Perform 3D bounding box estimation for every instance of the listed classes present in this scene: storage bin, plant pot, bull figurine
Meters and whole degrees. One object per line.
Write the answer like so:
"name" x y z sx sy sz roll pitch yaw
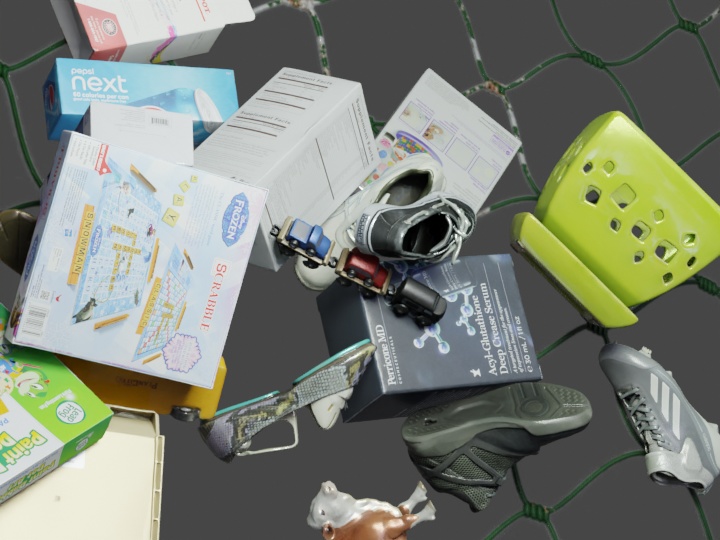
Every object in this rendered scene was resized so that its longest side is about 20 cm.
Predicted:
"storage bin" -0.294 0.223 1.497 0.200 0.094 0.199 11 63 -21
"plant pot" 0.284 -0.047 1.824 0.181 0.199 0.200 -45 91 1
"bull figurine" 0.033 0.289 1.634 0.121 0.065 0.200 -30 90 0

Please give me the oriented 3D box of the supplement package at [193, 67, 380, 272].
"supplement package" -0.085 -0.111 1.715 0.109 0.114 0.200 16 48 34

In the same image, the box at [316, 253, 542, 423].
"box" 0.073 0.072 1.736 0.200 0.107 0.149 -4 70 -27

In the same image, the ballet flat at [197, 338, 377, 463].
"ballet flat" -0.064 0.140 1.628 0.200 0.072 0.072 -26 79 1

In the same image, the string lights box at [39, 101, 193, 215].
"string lights box" -0.246 -0.093 1.597 0.103 0.200 0.059 6 65 -24

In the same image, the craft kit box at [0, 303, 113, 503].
"craft kit box" -0.358 0.117 1.431 0.198 0.049 0.200 44 42 12

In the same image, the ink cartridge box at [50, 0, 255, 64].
"ink cartridge box" -0.230 -0.294 1.776 0.200 0.067 0.117 -15 76 -29

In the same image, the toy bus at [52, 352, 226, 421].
"toy bus" -0.237 0.095 1.575 0.200 0.078 0.065 9 109 -19

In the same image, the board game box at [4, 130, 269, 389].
"board game box" -0.206 -0.008 1.495 0.199 0.041 0.200 16 91 -25

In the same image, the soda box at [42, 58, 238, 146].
"soda box" -0.234 -0.178 1.724 0.200 0.064 0.068 0 68 -25

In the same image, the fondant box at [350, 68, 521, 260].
"fondant box" 0.078 -0.116 1.852 0.144 0.058 0.200 38 56 -5

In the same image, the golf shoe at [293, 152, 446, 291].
"golf shoe" 0.006 -0.054 1.726 0.200 0.097 0.078 -43 92 1

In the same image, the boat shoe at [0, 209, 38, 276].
"boat shoe" -0.289 0.007 1.611 0.072 0.066 0.201 -45 110 6

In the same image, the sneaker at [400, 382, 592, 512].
"sneaker" 0.152 0.187 1.700 0.199 0.114 0.076 -15 32 7

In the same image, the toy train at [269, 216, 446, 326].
"toy train" 0.000 0.000 1.642 0.200 0.046 0.034 27 60 -10

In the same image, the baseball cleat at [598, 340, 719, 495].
"baseball cleat" 0.339 0.174 1.843 0.200 0.070 0.106 42 56 -3

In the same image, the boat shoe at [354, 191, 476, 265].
"boat shoe" 0.076 -0.042 1.657 0.199 0.068 0.074 1 102 -57
